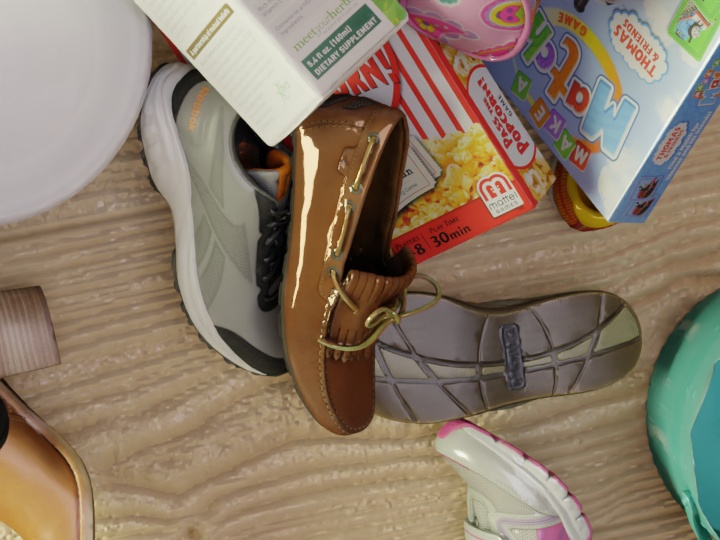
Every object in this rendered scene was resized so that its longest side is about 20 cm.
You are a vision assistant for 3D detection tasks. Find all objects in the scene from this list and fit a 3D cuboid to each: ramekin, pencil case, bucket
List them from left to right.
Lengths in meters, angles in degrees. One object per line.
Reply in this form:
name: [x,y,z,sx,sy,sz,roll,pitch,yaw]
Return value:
ramekin: [-0.224,-0.127,1.549,0.201,0.094,0.204,-1,96,-13]
pencil case: [0.077,-0.215,1.532,0.087,0.087,0.201,26,58,-14]
bucket: [0.277,0.096,1.662,0.206,0.135,0.209,-1,96,-11]

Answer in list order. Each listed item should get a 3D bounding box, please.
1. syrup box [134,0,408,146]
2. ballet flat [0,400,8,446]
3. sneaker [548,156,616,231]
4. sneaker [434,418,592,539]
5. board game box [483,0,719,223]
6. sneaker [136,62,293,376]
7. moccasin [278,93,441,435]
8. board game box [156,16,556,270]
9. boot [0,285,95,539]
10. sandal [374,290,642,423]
syrup box: [-0.078,-0.174,1.484,0.200,0.081,0.079,48,60,-2]
ballet flat: [-0.256,0.019,1.520,0.068,0.068,0.200,-33,70,-16]
sneaker: [0.172,-0.117,1.647,0.073,0.077,0.201,15,91,-12]
sneaker: [0.101,0.179,1.661,0.088,0.081,0.200,-38,102,-8]
board game box: [0.160,-0.151,1.563,0.036,0.152,0.201,-2,133,-40]
sneaker: [-0.067,-0.026,1.580,0.079,0.074,0.201,0,120,29]
moccasin: [0.001,0.000,1.561,0.077,0.074,0.203,13,107,26]
board game box: [-0.003,-0.099,1.584,0.151,0.046,0.201,-26,103,32]
boot: [-0.239,0.116,1.580,0.154,0.077,0.201,-14,96,-12]
sandal: [0.071,0.047,1.653,0.199,0.054,0.081,-5,96,-13]
